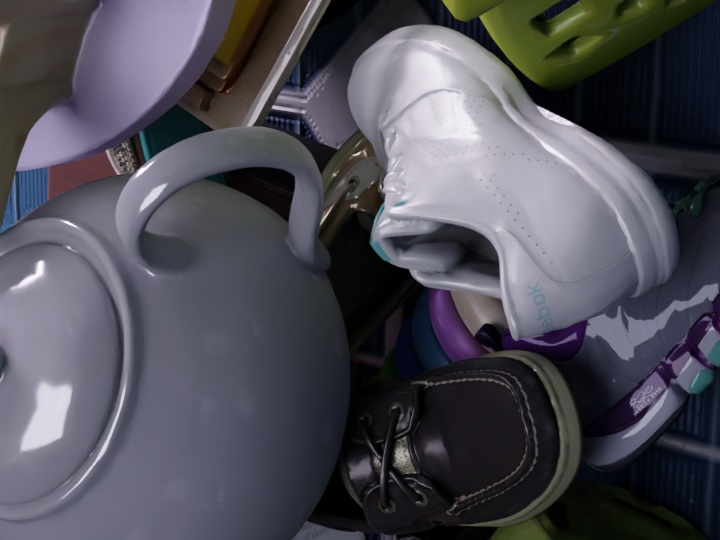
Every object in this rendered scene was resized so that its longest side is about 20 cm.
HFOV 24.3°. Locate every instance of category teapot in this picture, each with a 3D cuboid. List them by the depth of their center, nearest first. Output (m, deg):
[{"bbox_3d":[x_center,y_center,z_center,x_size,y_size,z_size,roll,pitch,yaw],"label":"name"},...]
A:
[{"bbox_3d":[-0.107,0.042,0.694,0.196,0.146,0.202,6,83,36],"label":"teapot"}]

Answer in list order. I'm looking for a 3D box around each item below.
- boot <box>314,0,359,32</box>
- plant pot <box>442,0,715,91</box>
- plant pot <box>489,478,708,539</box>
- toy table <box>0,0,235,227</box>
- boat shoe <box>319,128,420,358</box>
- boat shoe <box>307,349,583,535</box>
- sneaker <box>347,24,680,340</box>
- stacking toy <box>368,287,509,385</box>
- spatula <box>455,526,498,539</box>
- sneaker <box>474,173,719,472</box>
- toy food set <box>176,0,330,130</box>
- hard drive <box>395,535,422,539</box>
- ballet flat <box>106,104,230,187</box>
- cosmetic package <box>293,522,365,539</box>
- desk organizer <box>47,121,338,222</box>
[{"bbox_3d":[-0.030,-0.216,0.795,0.211,0.079,0.158,-42,79,28],"label":"boot"},{"bbox_3d":[0.080,-0.200,0.601,0.198,0.181,0.201,-32,82,20],"label":"plant pot"},{"bbox_3d":[0.090,0.203,0.742,0.199,0.199,0.191,35,110,30],"label":"plant pot"},{"bbox_3d":[-0.162,-0.106,0.704,0.199,0.117,0.185,-33,83,31],"label":"toy table"},{"bbox_3d":[-0.002,-0.001,0.783,0.201,0.073,0.063,-45,36,2],"label":"boat shoe"},{"bbox_3d":[0.020,0.083,0.720,0.200,0.064,0.074,-31,71,57],"label":"boat shoe"},{"bbox_3d":[0.033,-0.036,0.672,0.200,0.088,0.076,39,155,51],"label":"sneaker"},{"bbox_3d":[0.033,0.062,0.815,0.086,0.085,0.200,56,134,16],"label":"stacking toy"},{"bbox_3d":[0.064,0.125,0.837,0.056,0.021,0.200,43,124,10],"label":"spatula"},{"bbox_3d":[0.135,-0.012,0.672,0.087,0.074,0.200,42,107,2],"label":"sneaker"},{"bbox_3d":[-0.093,-0.160,0.746,0.199,0.060,0.144,35,103,20],"label":"toy food set"},{"bbox_3d":[-0.029,0.198,0.820,0.026,0.132,0.200,34,160,-6],"label":"hard drive"},{"bbox_3d":[-0.111,-0.101,0.828,0.075,0.067,0.202,-21,77,57],"label":"ballet flat"},{"bbox_3d":[-0.092,0.145,0.882,0.082,0.112,0.200,66,153,7],"label":"cosmetic package"},{"bbox_3d":[-0.080,-0.038,0.892,0.199,0.071,0.078,24,118,35],"label":"desk organizer"}]
